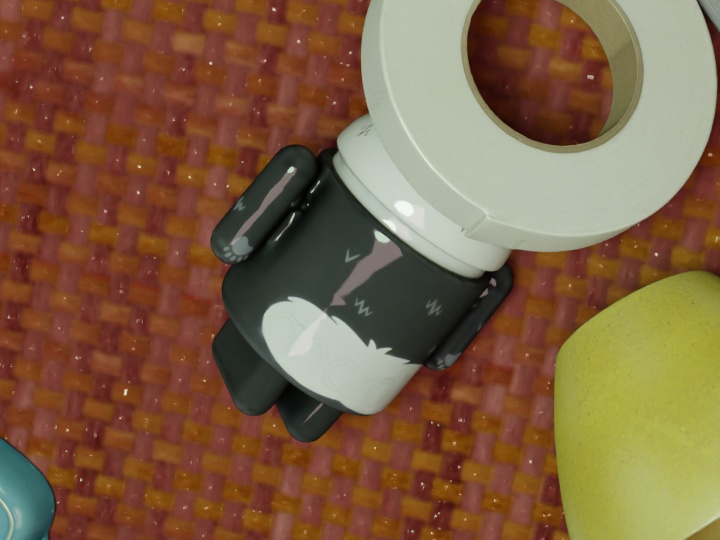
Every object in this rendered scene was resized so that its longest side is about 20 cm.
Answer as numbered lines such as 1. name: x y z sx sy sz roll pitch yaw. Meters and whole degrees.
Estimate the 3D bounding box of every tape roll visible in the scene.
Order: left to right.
1. tape roll: 0.098 -0.110 1.342 0.202 0.037 0.203 5 74 -18

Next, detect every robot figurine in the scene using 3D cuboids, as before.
1. robot figurine: 0.001 0.000 1.397 0.125 0.150 0.200 44 106 16

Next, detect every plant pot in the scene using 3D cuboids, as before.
1. plant pot: 0.187 0.085 1.371 0.200 0.200 0.142 -32 72 13

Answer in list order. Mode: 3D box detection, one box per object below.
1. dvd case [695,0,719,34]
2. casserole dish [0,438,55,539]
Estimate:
1. dvd case: 0.285 -0.186 1.365 0.200 0.025 0.150 -35 96 13
2. casserole dish: -0.283 0.135 1.509 0.200 0.039 0.121 36 104 -1
